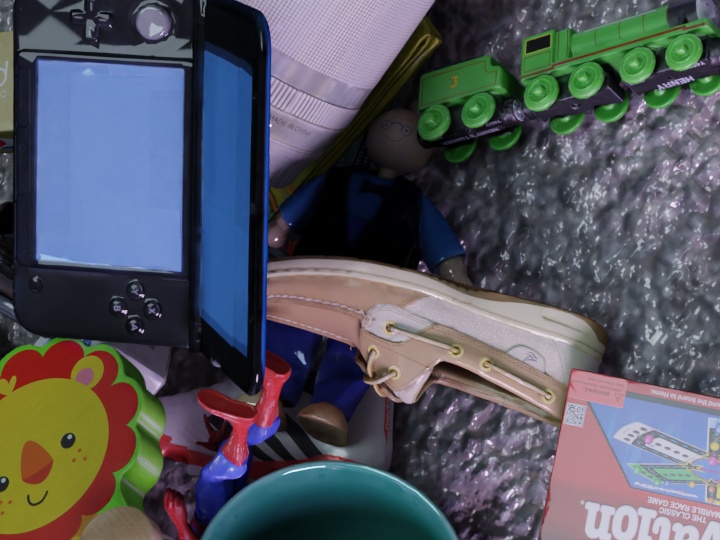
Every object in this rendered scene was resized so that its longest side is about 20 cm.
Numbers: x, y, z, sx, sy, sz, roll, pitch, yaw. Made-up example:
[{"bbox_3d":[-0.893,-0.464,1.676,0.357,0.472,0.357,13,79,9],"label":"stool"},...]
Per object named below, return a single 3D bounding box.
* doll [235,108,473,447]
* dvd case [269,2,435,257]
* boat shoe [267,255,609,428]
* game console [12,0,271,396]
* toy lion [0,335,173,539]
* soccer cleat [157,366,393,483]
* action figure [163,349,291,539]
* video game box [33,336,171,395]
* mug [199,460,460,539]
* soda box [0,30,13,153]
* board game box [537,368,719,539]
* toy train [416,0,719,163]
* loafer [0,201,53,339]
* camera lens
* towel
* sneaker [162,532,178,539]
[{"bbox_3d":[0.000,0.000,1.624,0.136,0.048,0.200,12,70,22],"label":"doll"},{"bbox_3d":[-0.040,-0.114,1.712,0.146,0.022,0.200,25,96,37],"label":"dvd case"},{"bbox_3d":[0.033,0.040,1.546,0.200,0.074,0.066,12,76,6],"label":"boat shoe"},{"bbox_3d":[-0.117,-0.047,1.487,0.171,0.118,0.200,4,102,12],"label":"game console"},{"bbox_3d":[-0.186,0.138,1.543,0.200,0.069,0.192,-38,52,5],"label":"toy lion"},{"bbox_3d":[-0.065,0.086,1.673,0.200,0.069,0.085,7,77,35],"label":"soccer cleat"},{"bbox_3d":[-0.080,0.122,1.593,0.052,0.065,0.200,22,138,10],"label":"action figure"},{"bbox_3d":[-0.183,0.083,1.705,0.200,0.047,0.182,-49,13,20],"label":"video game box"},{"bbox_3d":[0.000,0.203,1.556,0.185,0.114,0.152,26,65,18],"label":"mug"},{"bbox_3d":[-0.206,-0.116,1.812,0.200,0.064,0.068,-2,81,36],"label":"soda box"},{"bbox_3d":[0.193,0.119,1.474,0.200,0.019,0.103,11,90,27],"label":"board game box"},{"bbox_3d":[0.117,-0.109,1.580,0.200,0.042,0.056,-15,56,31],"label":"toy train"},{"bbox_3d":[-0.215,-0.007,1.756,0.063,0.072,0.200,-57,20,-3],"label":"loafer"},{"bbox_3d":[-0.043,-0.168,1.593,0.160,0.160,0.200,44,106,34],"label":"camera lens"},{"bbox_3d":[-0.038,-0.095,1.683,0.200,0.018,0.086,-47,58,20],"label":"towel"},{"bbox_3d":[-0.165,0.190,1.643,0.070,0.200,0.082,29,99,17],"label":"sneaker"}]
